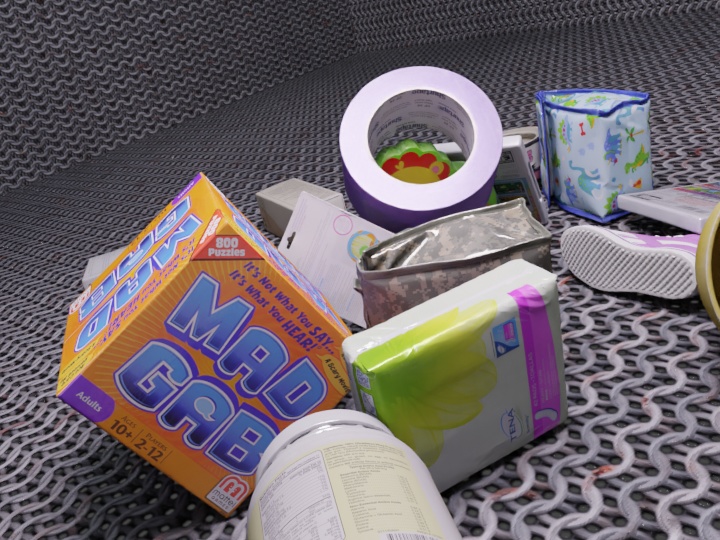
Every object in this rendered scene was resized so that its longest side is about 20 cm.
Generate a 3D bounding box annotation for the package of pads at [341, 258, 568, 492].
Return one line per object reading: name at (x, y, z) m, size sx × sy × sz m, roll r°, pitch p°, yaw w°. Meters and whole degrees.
package of pads at (0.089, 0.100, 0.630) m, size 0.197 × 0.157 × 0.068 m, roll -22°, pitch 27°, yaw -20°

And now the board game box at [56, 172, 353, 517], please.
board game box at (-0.145, 0.063, 0.704) m, size 0.200 × 0.200 × 0.200 m, roll -45°, pitch 26°, yaw 0°

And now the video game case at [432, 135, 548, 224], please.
video game case at (0.166, -0.126, 1.078) m, size 0.197 × 0.182 × 0.024 m, roll -1°, pitch 57°, yaw 28°

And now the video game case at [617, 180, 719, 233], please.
video game case at (0.466, -0.087, 0.937) m, size 0.179 × 0.023 × 0.200 m, roll -8°, pitch 14°, yaw -6°

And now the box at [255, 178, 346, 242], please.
box at (-0.107, -0.104, 1.299) m, size 0.094 × 0.079 × 0.199 m, roll -24°, pitch 25°, yaw -21°

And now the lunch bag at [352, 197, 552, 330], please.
lunch bag at (0.097, 0.036, 0.755) m, size 0.196 × 0.166 × 0.118 m, roll -14°, pitch 28°, yaw -1°

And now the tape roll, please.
tape roll at (0.073, -0.145, 0.890) m, size 0.196 × 0.085 × 0.204 m, roll -1°, pitch 67°, yaw 2°

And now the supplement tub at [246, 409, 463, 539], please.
supplement tub at (-0.001, 0.198, 0.473) m, size 0.143 × 0.147 × 0.200 m, roll -17°, pitch 23°, yaw -7°

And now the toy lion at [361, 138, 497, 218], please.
toy lion at (0.095, -0.098, 1.012) m, size 0.196 × 0.194 × 0.069 m, roll -15°, pitch 37°, yaw -4°

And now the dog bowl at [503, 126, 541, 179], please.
dog bowl at (0.236, -0.186, 1.265) m, size 0.197 × 0.075 × 0.201 m, roll -18°, pitch 17°, yaw 6°

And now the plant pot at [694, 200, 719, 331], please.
plant pot at (0.402, -0.003, 0.675) m, size 0.196 × 0.204 × 0.142 m, roll -11°, pitch -1°, yaw 6°

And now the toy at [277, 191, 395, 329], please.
toy at (0.000, 0.000, 0.853) m, size 0.197 × 0.117 × 0.047 m, roll 25°, pitch 8°, yaw -1°

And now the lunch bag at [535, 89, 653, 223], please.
lunch bag at (0.339, -0.184, 1.102) m, size 0.125 × 0.173 × 0.200 m, roll -17°, pitch 23°, yaw -17°

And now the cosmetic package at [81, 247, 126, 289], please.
cosmetic package at (-0.353, 0.002, 1.206) m, size 0.196 × 0.082 × 0.113 m, roll -16°, pitch 23°, yaw -7°

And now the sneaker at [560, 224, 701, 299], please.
sneaker at (0.346, -0.015, 0.866) m, size 0.113 × 0.074 × 0.199 m, roll -15°, pitch 24°, yaw -31°
